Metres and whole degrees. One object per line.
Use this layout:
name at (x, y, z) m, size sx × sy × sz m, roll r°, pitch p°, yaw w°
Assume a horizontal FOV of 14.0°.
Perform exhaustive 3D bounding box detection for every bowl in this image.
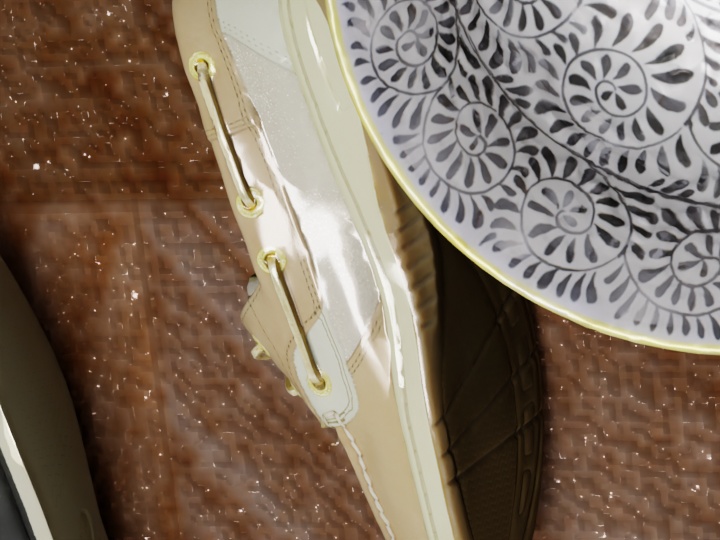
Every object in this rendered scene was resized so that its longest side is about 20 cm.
bowl at (0.097, -0.089, 0.744) m, size 0.199 × 0.094 × 0.202 m, roll 5°, pitch 112°, yaw 13°

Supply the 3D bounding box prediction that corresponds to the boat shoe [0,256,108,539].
boat shoe at (-0.105, 0.081, 0.872) m, size 0.063 × 0.074 × 0.202 m, roll -14°, pitch 111°, yaw 11°

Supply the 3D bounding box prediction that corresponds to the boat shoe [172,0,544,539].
boat shoe at (0.000, 0.000, 0.822) m, size 0.066 × 0.074 × 0.201 m, roll -5°, pitch 108°, yaw 29°
